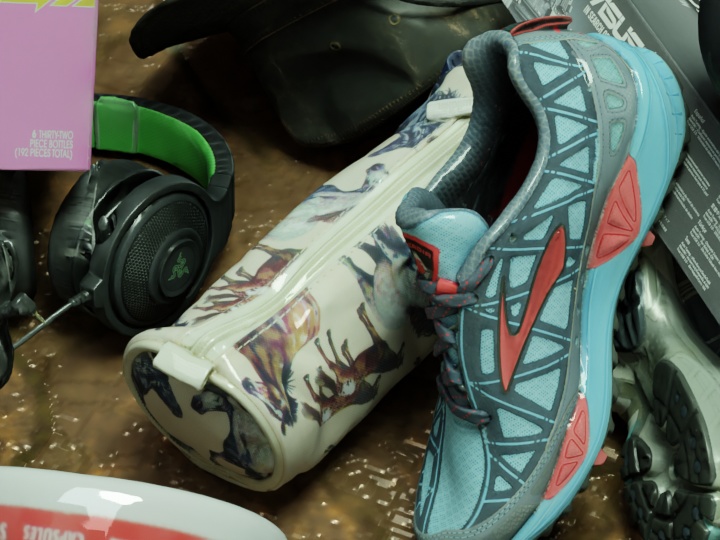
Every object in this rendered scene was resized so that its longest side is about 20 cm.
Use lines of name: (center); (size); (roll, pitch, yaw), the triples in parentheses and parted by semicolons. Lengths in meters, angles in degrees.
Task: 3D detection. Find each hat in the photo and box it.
hat: (0.007, -0.100, 1.017); (0.200, 0.081, 0.201); (-20, 3, 1)

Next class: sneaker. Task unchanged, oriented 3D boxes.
sneaker: (0.043, 0.006, 0.862); (0.095, 0.201, 0.079); (18, -5, -35)
sneaker: (0.133, 0.035, 0.913); (0.086, 0.078, 0.201); (8, 43, -20)

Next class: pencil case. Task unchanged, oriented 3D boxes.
pencil case: (0.000, 0.000, 0.914); (0.078, 0.090, 0.200); (29, 57, 32)

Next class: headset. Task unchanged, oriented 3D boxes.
headset: (-0.119, -0.023, 0.942); (0.123, 0.094, 0.200); (7, 35, 8)

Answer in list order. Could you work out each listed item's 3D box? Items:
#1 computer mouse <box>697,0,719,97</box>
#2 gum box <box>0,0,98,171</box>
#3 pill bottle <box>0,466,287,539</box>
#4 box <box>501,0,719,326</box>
computer mouse: (0.181, -0.049, 0.865); (0.053, 0.200, 0.139); (-45, 41, 17)
gum box: (-0.142, -0.121, 0.973); (0.066, 0.114, 0.200); (1, 17, -9)
pill bottle: (-0.088, 0.166, 0.695); (0.113, 0.114, 0.201); (6, 75, 7)
box: (0.161, -0.047, 0.940); (0.157, 0.050, 0.200); (14, 34, -37)
